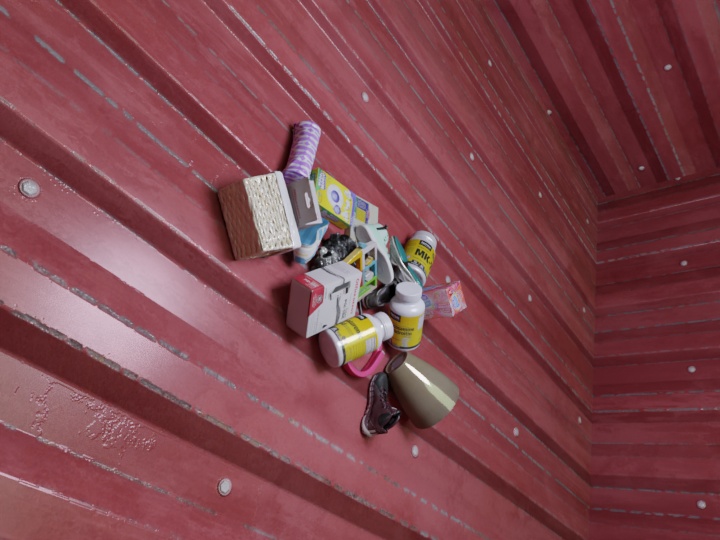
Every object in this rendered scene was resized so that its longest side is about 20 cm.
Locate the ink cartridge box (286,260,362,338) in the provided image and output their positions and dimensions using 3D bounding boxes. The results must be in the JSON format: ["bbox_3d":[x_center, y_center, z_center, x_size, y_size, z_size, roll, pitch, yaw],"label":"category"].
[{"bbox_3d":[-0.095,0.074,1.521,0.199,0.083,0.148,-21,129,-46],"label":"ink cartridge box"}]

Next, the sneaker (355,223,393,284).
[{"bbox_3d":[0.072,-0.061,1.771,0.118,0.074,0.202,-20,83,-52],"label":"sneaker"}]

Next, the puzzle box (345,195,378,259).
[{"bbox_3d":[0.004,-0.131,1.803,0.133,0.025,0.202,24,62,-45],"label":"puzzle box"}]

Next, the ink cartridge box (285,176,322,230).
[{"bbox_3d":[-0.171,-0.162,1.462,0.068,0.199,0.116,-11,88,-51],"label":"ink cartridge box"}]

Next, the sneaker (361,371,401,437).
[{"bbox_3d":[0.079,0.396,1.673,0.076,0.115,0.201,39,52,-37],"label":"sneaker"}]

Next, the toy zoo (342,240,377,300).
[{"bbox_3d":[0.000,0.000,1.659,0.131,0.020,0.201,-36,139,-35],"label":"toy zoo"}]

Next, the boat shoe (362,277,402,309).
[{"bbox_3d":[0.087,0.075,1.782,0.199,0.057,0.067,-25,108,-46],"label":"boat shoe"}]

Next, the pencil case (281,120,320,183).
[{"bbox_3d":[-0.170,-0.336,1.611,0.085,0.084,0.201,14,61,-9],"label":"pencil case"}]

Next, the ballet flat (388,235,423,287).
[{"bbox_3d":[0.129,-0.012,1.805,0.069,0.069,0.201,-17,77,-51],"label":"ballet flat"}]

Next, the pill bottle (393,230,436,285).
[{"bbox_3d":[0.191,-0.038,1.932,0.115,0.114,0.201,53,41,-26],"label":"pill bottle"}]

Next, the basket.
[{"bbox_3d":[-0.254,-0.131,1.407,0.123,0.135,0.202,-18,93,-49],"label":"basket"}]

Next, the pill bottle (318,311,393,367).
[{"bbox_3d":[-0.009,0.187,1.586,0.199,0.111,0.112,-19,94,-31],"label":"pill bottle"}]

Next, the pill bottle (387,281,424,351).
[{"bbox_3d":[0.142,0.142,1.764,0.112,0.111,0.202,-36,137,-49],"label":"pill bottle"}]

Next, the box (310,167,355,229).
[{"bbox_3d":[-0.098,-0.220,1.690,0.199,0.048,0.118,29,58,-41],"label":"box"}]

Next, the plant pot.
[{"bbox_3d":[0.176,0.356,1.772,0.200,0.187,0.188,49,45,-13],"label":"plant pot"}]

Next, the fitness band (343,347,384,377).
[{"bbox_3d":[0.007,0.232,1.696,0.144,0.037,0.200,61,41,-18],"label":"fitness band"}]

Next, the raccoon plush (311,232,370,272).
[{"bbox_3d":[-0.051,-0.015,1.640,0.200,0.096,0.135,37,59,-24],"label":"raccoon plush"}]

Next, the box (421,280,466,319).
[{"bbox_3d":[0.236,0.104,1.878,0.102,0.199,0.095,-24,100,-49],"label":"box"}]

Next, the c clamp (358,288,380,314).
[{"bbox_3d":[0.047,0.044,1.801,0.199,0.027,0.172,-18,103,-48],"label":"c clamp"}]

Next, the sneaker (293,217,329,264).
[{"bbox_3d":[-0.144,-0.094,1.581,0.076,0.081,0.200,20,33,3],"label":"sneaker"}]
